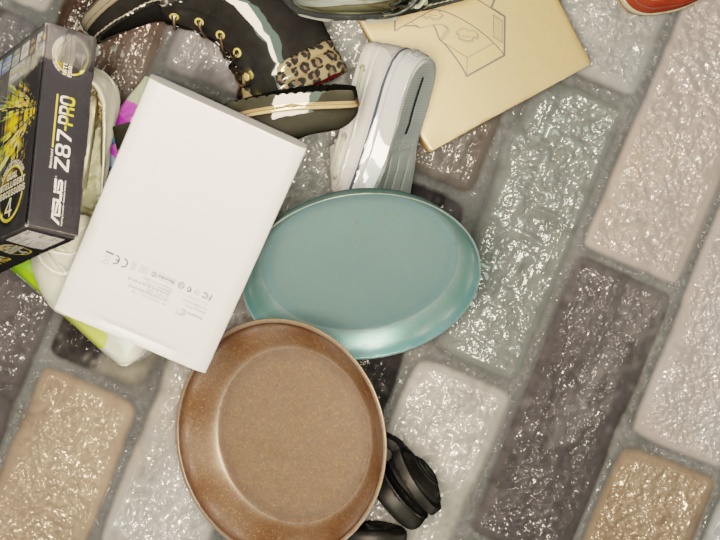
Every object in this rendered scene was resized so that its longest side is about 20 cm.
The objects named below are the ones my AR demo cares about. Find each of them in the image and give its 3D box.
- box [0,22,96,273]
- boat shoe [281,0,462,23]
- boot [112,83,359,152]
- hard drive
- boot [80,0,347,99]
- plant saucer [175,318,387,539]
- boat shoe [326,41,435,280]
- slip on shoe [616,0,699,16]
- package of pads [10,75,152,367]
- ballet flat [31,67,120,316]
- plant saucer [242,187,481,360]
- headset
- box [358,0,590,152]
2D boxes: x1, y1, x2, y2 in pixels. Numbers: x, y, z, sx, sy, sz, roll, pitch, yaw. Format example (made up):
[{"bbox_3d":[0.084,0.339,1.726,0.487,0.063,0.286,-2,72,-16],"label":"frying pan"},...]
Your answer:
[{"bbox_3d":[-0.274,-0.086,1.247,0.049,0.199,0.163,15,72,-32],"label":"box"},{"bbox_3d":[0.023,-0.234,1.290,0.198,0.061,0.076,-9,125,-13],"label":"boat shoe"},{"bbox_3d":[-0.088,-0.069,1.272,0.198,0.077,0.140,-10,97,11],"label":"boot"},{"bbox_3d":[-0.141,-0.034,1.235,0.131,0.025,0.202,23,106,-9],"label":"hard drive"},{"bbox_3d":[-0.119,-0.196,1.329,0.198,0.073,0.152,-26,94,-6],"label":"boot"},{"bbox_3d":[-0.062,0.140,1.331,0.198,0.037,0.203,1,93,25],"label":"plant saucer"},{"bbox_3d":[0.006,-0.095,1.345,0.066,0.073,0.202,25,101,29],"label":"boat shoe"},{"bbox_3d":[0.307,-0.275,1.344,0.198,0.061,0.075,-21,95,0],"label":"slip on shoe"},{"bbox_3d":[-0.184,-0.037,1.334,0.154,0.068,0.200,42,91,-2],"label":"package of pads"},{"bbox_3d":[-0.231,-0.064,1.266,0.069,0.069,0.203,7,90,-3],"label":"ballet flat"},{"bbox_3d":[0.000,0.000,1.309,0.197,0.028,0.201,-4,137,-4],"label":"plant saucer"},{"bbox_3d":[0.028,0.213,1.365,0.199,0.094,0.124,31,96,12],"label":"headset"},{"bbox_3d":[0.081,-0.226,1.357,0.162,0.021,0.202,-28,94,-1],"label":"box"}]
